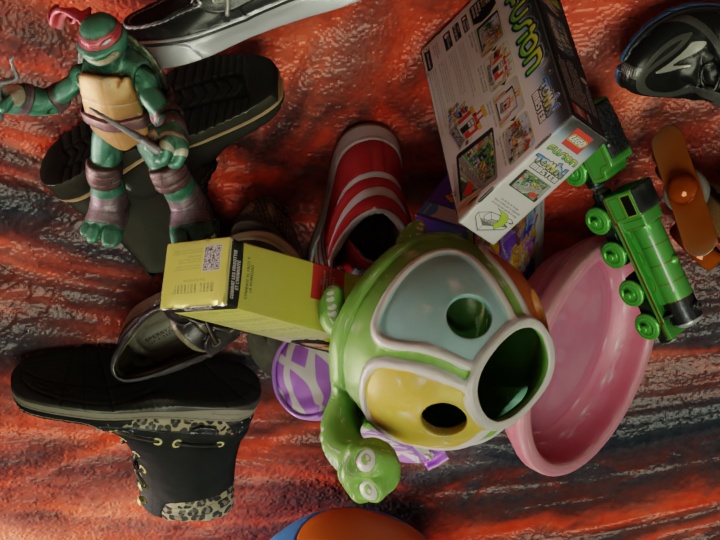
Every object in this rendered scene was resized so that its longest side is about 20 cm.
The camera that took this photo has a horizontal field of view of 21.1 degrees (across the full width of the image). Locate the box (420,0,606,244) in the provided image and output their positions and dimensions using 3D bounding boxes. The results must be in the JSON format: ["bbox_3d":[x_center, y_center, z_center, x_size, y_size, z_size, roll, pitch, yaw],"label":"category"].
[{"bbox_3d":[0.101,-0.122,1.328,0.035,0.201,0.110,31,121,-29],"label":"box"}]

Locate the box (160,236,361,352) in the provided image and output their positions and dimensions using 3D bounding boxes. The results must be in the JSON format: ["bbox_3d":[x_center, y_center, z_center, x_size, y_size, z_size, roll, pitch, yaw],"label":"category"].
[{"bbox_3d":[-0.042,0.023,1.368,0.199,0.051,0.075,17,165,-41],"label":"box"}]

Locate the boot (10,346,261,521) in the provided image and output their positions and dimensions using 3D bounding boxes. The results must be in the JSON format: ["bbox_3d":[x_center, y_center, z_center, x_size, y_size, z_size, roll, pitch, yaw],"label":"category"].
[{"bbox_3d":[-0.189,0.142,1.602,0.202,0.074,0.154,3,133,-8],"label":"boot"}]

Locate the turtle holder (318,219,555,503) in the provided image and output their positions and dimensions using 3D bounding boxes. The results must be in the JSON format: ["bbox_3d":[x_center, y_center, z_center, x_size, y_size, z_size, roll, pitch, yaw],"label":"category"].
[{"bbox_3d":[0.046,0.059,1.311,0.185,0.131,0.142,-23,120,-33],"label":"turtle holder"}]

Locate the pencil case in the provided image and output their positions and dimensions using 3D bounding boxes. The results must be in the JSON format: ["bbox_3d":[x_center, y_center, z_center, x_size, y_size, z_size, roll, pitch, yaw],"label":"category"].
[{"bbox_3d":[0.007,0.103,1.544,0.084,0.086,0.200,-26,152,21],"label":"pencil case"}]

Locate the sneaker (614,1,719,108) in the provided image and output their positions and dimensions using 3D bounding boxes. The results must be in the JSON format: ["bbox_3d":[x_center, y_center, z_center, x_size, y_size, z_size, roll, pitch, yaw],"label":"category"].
[{"bbox_3d":[0.285,-0.145,1.410,0.198,0.083,0.071,5,130,-11],"label":"sneaker"}]

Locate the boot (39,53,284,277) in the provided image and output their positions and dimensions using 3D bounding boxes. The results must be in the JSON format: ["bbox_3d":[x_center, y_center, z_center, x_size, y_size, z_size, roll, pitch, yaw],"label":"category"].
[{"bbox_3d":[-0.117,-0.075,1.433,0.199,0.078,0.138,-18,136,25],"label":"boot"}]

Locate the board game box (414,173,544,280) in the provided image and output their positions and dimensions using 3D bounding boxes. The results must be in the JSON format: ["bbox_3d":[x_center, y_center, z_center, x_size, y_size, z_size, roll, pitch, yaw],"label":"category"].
[{"bbox_3d":[0.093,0.002,1.477,0.045,0.135,0.201,18,136,23],"label":"board game box"}]

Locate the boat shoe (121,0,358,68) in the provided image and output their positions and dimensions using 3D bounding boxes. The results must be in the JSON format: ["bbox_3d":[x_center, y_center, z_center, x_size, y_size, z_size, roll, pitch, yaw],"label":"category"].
[{"bbox_3d":[-0.086,-0.197,1.324,0.198,0.074,0.068,-15,123,14],"label":"boat shoe"}]

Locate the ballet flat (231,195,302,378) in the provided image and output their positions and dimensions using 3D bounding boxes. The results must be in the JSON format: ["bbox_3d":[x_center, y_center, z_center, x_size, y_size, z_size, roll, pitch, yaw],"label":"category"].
[{"bbox_3d":[-0.063,0.017,1.532,0.067,0.047,0.201,5,136,17],"label":"ballet flat"}]

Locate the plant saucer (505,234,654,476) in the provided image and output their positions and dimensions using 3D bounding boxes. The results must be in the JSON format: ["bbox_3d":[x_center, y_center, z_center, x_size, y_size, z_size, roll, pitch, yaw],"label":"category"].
[{"bbox_3d":[0.167,0.061,1.533,0.051,0.201,0.201,22,142,33],"label":"plant saucer"}]

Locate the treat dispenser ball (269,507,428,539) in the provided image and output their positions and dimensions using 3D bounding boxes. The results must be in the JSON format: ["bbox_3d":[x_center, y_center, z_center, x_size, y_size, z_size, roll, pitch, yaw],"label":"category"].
[{"bbox_3d":[-0.010,0.307,1.680,0.199,0.202,0.202,-4,131,-4],"label":"treat dispenser ball"}]

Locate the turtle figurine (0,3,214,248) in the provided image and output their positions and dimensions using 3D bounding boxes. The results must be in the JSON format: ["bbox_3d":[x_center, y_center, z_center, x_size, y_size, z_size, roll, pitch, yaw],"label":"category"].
[{"bbox_3d":[-0.166,-0.102,1.299,0.149,0.101,0.201,15,143,27],"label":"turtle figurine"}]

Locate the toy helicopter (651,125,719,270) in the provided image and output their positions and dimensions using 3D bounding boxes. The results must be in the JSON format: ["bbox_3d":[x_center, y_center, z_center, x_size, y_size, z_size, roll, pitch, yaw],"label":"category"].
[{"bbox_3d":[0.277,-0.030,1.432,0.079,0.200,0.132,-46,125,10],"label":"toy helicopter"}]

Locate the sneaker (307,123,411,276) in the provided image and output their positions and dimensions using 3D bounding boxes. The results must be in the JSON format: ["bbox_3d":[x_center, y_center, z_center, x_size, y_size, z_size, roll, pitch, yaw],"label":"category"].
[{"bbox_3d":[0.000,0.000,1.477,0.071,0.113,0.201,0,131,-7],"label":"sneaker"}]

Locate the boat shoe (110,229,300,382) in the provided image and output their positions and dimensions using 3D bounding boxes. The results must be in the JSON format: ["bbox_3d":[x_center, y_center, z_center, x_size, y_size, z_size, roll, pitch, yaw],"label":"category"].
[{"bbox_3d":[-0.122,0.035,1.489,0.199,0.065,0.072,-28,115,39],"label":"boat shoe"}]

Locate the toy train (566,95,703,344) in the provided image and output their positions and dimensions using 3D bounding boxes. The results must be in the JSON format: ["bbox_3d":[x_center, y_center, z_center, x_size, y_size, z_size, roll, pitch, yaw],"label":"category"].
[{"bbox_3d":[0.203,-0.038,1.455,0.056,0.042,0.201,-19,100,47],"label":"toy train"}]
